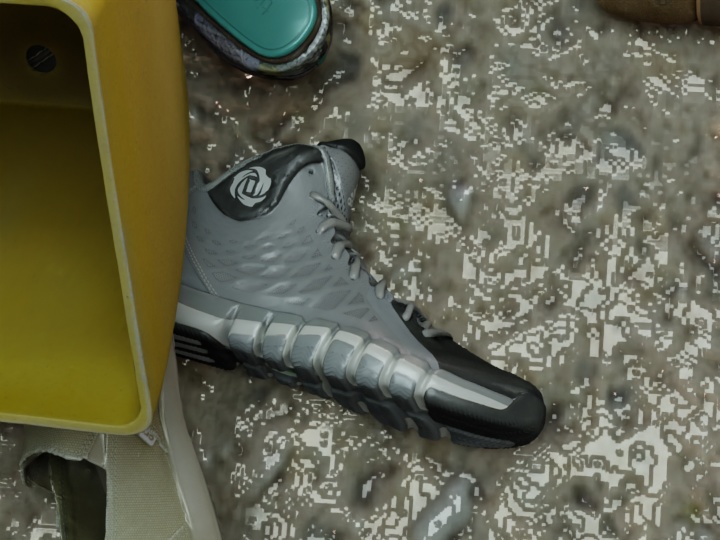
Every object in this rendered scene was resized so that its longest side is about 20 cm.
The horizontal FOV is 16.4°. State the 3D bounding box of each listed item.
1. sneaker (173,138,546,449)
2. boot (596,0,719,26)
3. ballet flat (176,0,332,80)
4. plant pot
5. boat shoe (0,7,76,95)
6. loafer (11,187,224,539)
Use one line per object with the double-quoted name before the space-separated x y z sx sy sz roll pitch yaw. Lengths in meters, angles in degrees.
"sneaker" 0.000 0.000 1.118 0.199 0.075 0.116 18 74 10
"boot" 0.135 -0.213 1.142 0.075 0.074 0.202 3 100 15
"ballet flat" -0.087 -0.158 1.170 0.072 0.072 0.200 -43 75 -8
"plant pot" -0.163 -0.074 1.013 0.199 0.201 0.177 5 38 13
"boat shoe" -0.106 -0.153 1.109 0.200 0.057 0.067 -37 76 7
"loafer" -0.117 0.061 1.086 0.068 0.076 0.201 -17 84 -35
